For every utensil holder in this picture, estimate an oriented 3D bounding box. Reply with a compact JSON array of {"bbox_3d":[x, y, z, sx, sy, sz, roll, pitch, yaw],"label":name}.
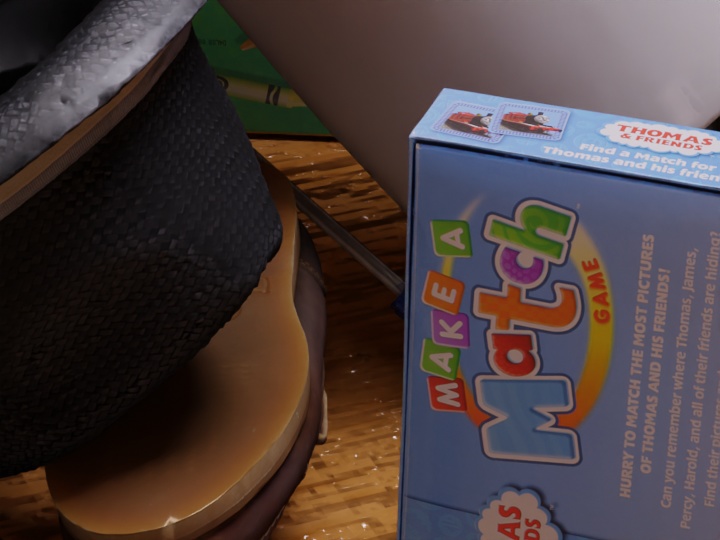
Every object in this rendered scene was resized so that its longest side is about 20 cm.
[{"bbox_3d":[0.022,-0.130,0.822,0.170,0.200,0.170,-37,19,15],"label":"utensil holder"}]

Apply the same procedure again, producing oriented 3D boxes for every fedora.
[{"bbox_3d":[-0.088,-0.009,0.713,0.200,0.092,0.201,-34,18,13],"label":"fedora"}]

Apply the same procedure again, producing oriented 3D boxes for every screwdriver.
[{"bbox_3d":[0.000,0.000,0.848,0.200,0.029,0.028,36,-1,24],"label":"screwdriver"}]

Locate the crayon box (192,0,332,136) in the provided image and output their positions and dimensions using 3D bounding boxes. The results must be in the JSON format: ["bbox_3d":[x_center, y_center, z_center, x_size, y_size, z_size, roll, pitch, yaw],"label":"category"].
[{"bbox_3d":[-0.069,-0.105,1.035,0.199,0.059,0.119,3,31,2],"label":"crayon box"}]

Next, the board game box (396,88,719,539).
[{"bbox_3d":[0.109,0.042,0.705,0.199,0.152,0.037,10,31,14],"label":"board game box"}]

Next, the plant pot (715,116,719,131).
[{"bbox_3d":[0.232,-0.086,0.813,0.186,0.200,0.188,18,42,-16],"label":"plant pot"}]

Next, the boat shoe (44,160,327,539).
[{"bbox_3d":[-0.040,0.041,0.778,0.070,0.071,0.200,-3,27,10],"label":"boat shoe"}]

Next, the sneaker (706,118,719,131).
[{"bbox_3d":[0.085,-0.009,0.863,0.079,0.078,0.200,-29,21,35],"label":"sneaker"}]

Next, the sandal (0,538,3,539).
[{"bbox_3d":[-0.105,0.092,0.706,0.200,0.048,0.075,27,-3,24],"label":"sandal"}]
